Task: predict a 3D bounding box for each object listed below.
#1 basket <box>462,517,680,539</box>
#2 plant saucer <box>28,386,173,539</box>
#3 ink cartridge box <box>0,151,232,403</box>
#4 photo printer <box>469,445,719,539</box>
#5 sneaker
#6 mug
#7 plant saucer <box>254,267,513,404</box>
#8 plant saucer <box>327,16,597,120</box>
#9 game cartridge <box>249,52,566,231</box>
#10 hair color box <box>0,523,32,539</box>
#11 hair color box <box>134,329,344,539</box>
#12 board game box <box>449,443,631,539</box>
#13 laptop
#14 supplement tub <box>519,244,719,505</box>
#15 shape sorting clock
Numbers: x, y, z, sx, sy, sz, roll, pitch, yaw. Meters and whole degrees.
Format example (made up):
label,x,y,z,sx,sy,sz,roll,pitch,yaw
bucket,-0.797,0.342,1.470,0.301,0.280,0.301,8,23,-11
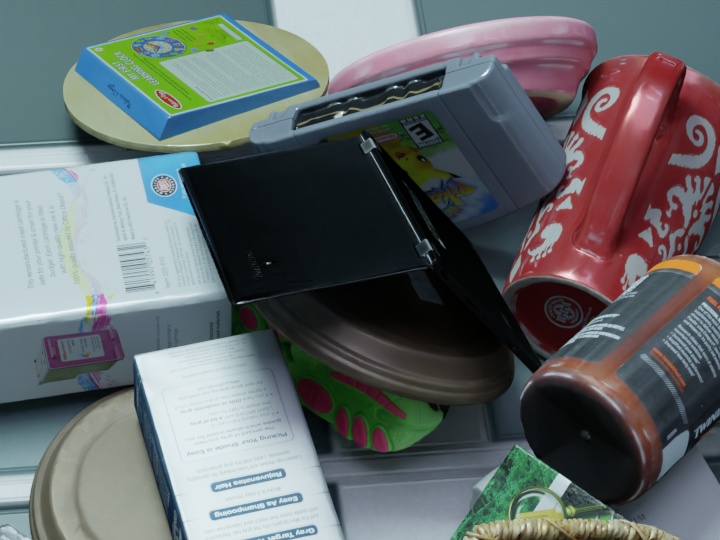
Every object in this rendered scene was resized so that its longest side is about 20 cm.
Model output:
label,x,y,z,sx,sy,sz,roll,pitch,yaw
basket,0.146,0.249,1.500,0.142,0.149,0.201,-5,75,16
plant saucer,-0.123,0.152,1.716,0.199,0.030,0.201,3,53,-4
ink cartridge box,-0.199,0.005,1.779,0.199,0.085,0.145,-7,47,-11
photo printer,0.175,0.191,1.683,0.165,0.070,0.201,-17,56,-16
sneaker,-0.019,0.059,1.779,0.200,0.077,0.084,39,28,28
mug,0.176,-0.050,1.811,0.133,0.178,0.201,4,51,35
plant saucer,0.016,0.024,1.738,0.199,0.030,0.200,20,22,-9
plant saucer,0.077,-0.131,1.856,0.199,0.201,0.051,-11,81,-12
game cartridge,0.037,-0.078,1.801,0.199,0.133,0.041,-14,47,29
hair color box,-0.248,0.264,1.601,0.100,0.061,0.200,30,57,18
hair color box,-0.077,0.142,1.662,0.099,0.061,0.201,-11,54,-13
board game box,0.084,0.220,1.621,0.105,0.023,0.201,32,87,28
laptop,0.000,0.000,1.706,0.116,0.200,0.188,-40,32,9
supplement tub,0.201,0.060,1.680,0.107,0.107,0.200,36,51,21
shape sorting clock,-0.122,-0.137,1.904,0.198,0.039,0.200,1,30,-1
